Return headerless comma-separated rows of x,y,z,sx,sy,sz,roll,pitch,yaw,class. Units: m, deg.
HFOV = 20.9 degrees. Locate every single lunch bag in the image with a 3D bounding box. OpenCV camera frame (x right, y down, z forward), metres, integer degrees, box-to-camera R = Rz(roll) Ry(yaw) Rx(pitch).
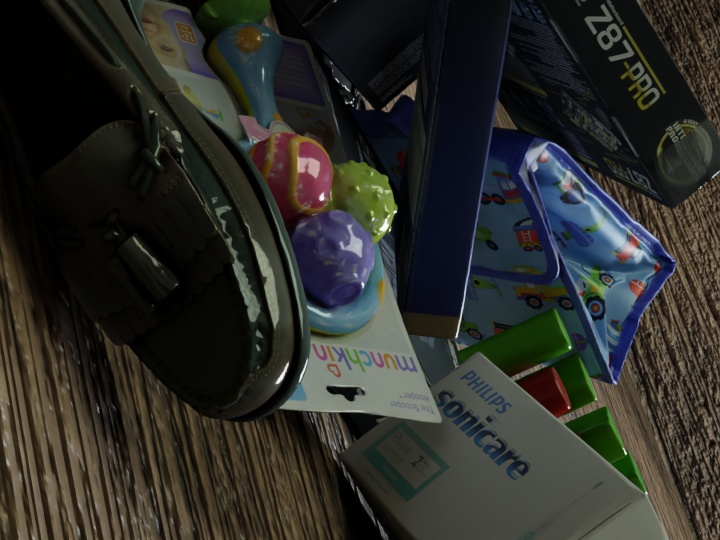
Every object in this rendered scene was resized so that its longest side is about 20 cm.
0.069,-0.036,1.125,0.095,0.150,0.200,-60,138,-20,lunch bag

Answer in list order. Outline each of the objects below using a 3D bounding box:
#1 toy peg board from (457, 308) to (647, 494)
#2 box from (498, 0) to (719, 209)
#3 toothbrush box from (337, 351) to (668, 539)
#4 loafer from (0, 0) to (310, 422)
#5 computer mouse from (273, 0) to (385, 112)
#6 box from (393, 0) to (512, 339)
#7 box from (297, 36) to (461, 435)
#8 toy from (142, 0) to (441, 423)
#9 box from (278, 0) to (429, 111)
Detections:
0.105,0.135,1.086,0.201,0.097,0.200,58,12,-38,toy peg board
0.098,-0.126,1.030,0.162,0.049,0.200,56,-6,-22,box
0.091,0.156,0.862,0.146,0.085,0.201,42,-17,56,toothbrush box
-0.085,-0.041,0.596,0.063,0.072,0.201,-1,58,-58,loafer
-0.021,-0.169,1.266,0.202,0.052,0.138,67,10,6,computer mouse
0.043,-0.085,0.895,0.121,0.032,0.202,-90,-174,-66,box
0.000,0.000,0.989,0.161,0.043,0.201,58,12,-37,box
-0.023,-0.037,0.826,0.115,0.047,0.201,9,50,-46,toy
-0.039,-0.195,1.005,0.200,0.079,0.141,52,2,20,box
